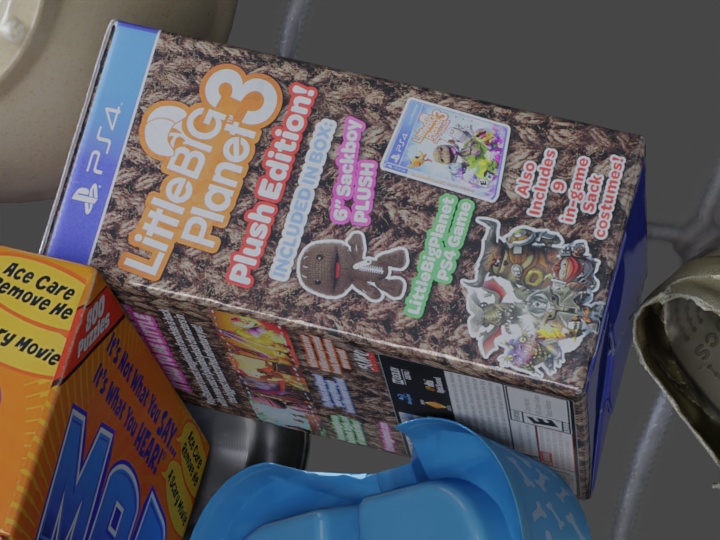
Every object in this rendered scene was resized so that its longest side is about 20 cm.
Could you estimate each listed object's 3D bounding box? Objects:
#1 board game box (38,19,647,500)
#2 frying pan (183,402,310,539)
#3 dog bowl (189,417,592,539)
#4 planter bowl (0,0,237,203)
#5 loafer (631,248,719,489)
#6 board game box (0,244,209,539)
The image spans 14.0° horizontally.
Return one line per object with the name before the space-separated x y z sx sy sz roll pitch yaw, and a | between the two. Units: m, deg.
board game box | 0.000 0.000 1.090 0.199 0.160 0.097 13 74 9
frying pan | -0.057 0.097 1.193 0.115 0.031 0.191 -34 86 14
dog bowl | 0.009 0.122 1.101 0.200 0.049 0.112 -19 69 46
planter bowl | -0.158 -0.121 1.132 0.199 0.135 0.201 1 96 12
loafer | 0.168 0.069 1.081 0.200 0.068 0.076 45 128 35
board game box | -0.194 0.103 1.076 0.199 0.200 0.201 12 72 13
